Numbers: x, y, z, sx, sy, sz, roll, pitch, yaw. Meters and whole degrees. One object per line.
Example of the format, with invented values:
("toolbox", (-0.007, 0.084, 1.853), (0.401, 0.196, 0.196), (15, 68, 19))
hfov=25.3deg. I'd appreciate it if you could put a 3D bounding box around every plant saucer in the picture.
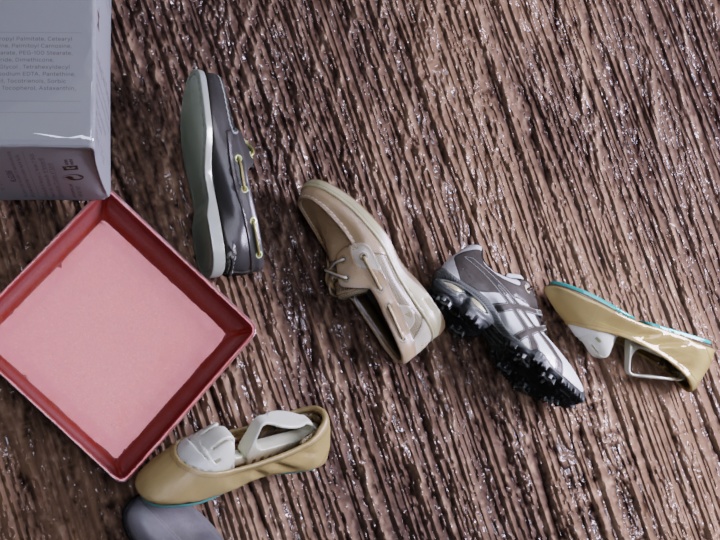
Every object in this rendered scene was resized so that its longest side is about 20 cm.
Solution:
("plant saucer", (-0.232, 0.061, 1.488), (0.200, 0.037, 0.200), (43, 67, -5))

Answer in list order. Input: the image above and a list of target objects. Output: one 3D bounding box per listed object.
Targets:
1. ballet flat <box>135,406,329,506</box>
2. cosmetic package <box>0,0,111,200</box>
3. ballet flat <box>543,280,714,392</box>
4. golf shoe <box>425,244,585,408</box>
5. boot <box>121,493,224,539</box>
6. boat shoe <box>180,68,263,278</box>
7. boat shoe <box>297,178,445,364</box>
("ballet flat", (-0.114, 0.161, 1.463), (0.199, 0.063, 0.069), (-11, 40, -37))
("cosmetic package", (-0.311, -0.180, 1.434), (0.165, 0.167, 0.201), (-1, 77, -4))
("ballet flat", (0.273, 0.072, 1.647), (0.199, 0.069, 0.063), (21, 84, -12))
("golf shoe", (0.160, 0.054, 1.605), (0.200, 0.078, 0.095), (41, 61, -10))
("boot", (-0.121, 0.265, 1.423), (0.200, 0.132, 0.070), (44, 68, -4))
("boat shoe", (-0.132, -0.094, 1.546), (0.060, 0.072, 0.203), (-4, 85, -24))
("boat shoe", (0.000, 0.000, 1.565), (0.064, 0.071, 0.200), (-41, 93, -24))
